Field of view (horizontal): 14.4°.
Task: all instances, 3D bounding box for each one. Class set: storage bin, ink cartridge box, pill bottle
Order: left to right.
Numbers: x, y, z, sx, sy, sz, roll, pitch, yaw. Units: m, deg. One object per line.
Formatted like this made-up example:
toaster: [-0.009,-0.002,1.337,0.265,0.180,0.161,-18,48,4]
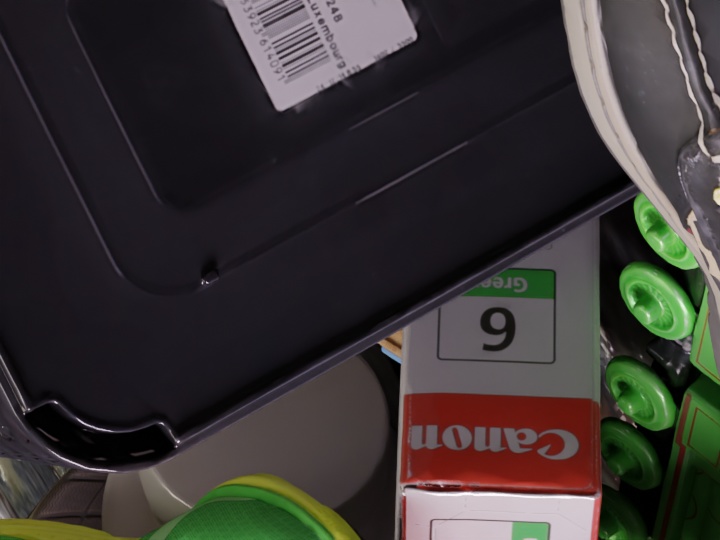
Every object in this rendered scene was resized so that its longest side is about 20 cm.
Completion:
pill bottle: [-0.034,0.105,0.995,0.111,0.111,0.200,50,157,27]
storage bin: [-0.021,-0.056,0.622,0.135,0.200,0.094,64,159,-9]
ink cartridge box: [0.034,0.056,0.705,0.109,0.050,0.200,89,-178,-53]

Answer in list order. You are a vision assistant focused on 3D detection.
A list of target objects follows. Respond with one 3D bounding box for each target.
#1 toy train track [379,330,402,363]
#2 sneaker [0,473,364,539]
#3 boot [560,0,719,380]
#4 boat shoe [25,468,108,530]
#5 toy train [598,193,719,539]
toy train track: [0.000,0.000,0.883,0.200,0.032,0.115,32,111,41]
sneaker: [-0.072,0.116,0.878,0.200,0.084,0.074,-13,115,39]
boot: [0.124,-0.005,0.539,0.154,0.073,0.204,25,144,53]
boat shoe: [-0.135,0.144,1.164,0.074,0.200,0.073,43,157,-20]
toy train: [0.091,0.038,0.718,0.056,0.042,0.200,39,152,24]
